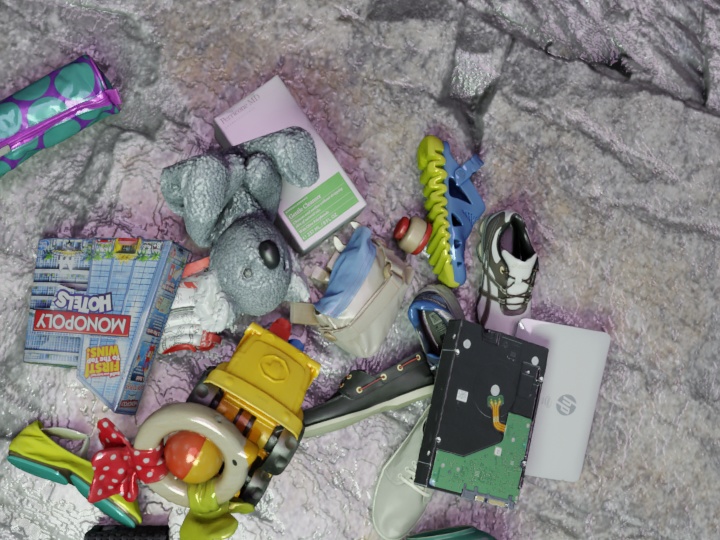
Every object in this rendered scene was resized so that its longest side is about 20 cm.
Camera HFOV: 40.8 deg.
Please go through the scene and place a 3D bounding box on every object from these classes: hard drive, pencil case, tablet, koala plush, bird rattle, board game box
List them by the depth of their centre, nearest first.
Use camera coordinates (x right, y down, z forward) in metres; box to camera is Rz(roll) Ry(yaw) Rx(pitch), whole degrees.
[{"bbox_3d":[-0.196,0.208,1.061,0.199,0.113,0.164,37,115,-1],"label":"bird rattle"},{"bbox_3d":[-0.135,-0.041,1.122,0.175,0.182,0.204,-22,100,-33],"label":"koala plush"},{"bbox_3d":[-0.314,0.065,1.151,0.196,0.062,0.204,2,79,13],"label":"board game box"},{"bbox_3d":[0.148,0.175,1.173,0.137,0.038,0.204,18,78,-24],"label":"hard drive"},{"bbox_3d":[-0.397,-0.185,1.191,0.198,0.092,0.086,-33,129,-14],"label":"pencil case"},{"bbox_3d":[0.246,0.170,1.257,0.127,0.014,0.204,10,98,-8],"label":"tablet"}]

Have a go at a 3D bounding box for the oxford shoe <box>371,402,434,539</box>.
[{"bbox_3d":[0.074,0.248,1.209,0.074,0.058,0.202,29,94,-7],"label":"oxford shoe"}]

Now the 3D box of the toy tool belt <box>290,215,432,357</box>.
[{"bbox_3d":[0.000,0.000,1.217,0.121,0.125,0.203,29,77,-12],"label":"toy tool belt"}]

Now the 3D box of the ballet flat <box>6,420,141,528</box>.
[{"bbox_3d":[-0.325,0.229,1.132,0.197,0.067,0.068,20,57,21],"label":"ballet flat"}]

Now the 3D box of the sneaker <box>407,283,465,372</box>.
[{"bbox_3d":[0.120,0.115,1.227,0.077,0.085,0.201,-39,82,23],"label":"sneaker"}]

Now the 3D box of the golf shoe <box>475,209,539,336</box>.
[{"bbox_3d":[0.193,0.020,1.260,0.076,0.094,0.205,-6,84,-11],"label":"golf shoe"}]

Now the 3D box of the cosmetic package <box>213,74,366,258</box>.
[{"bbox_3d":[-0.092,-0.130,1.240,0.107,0.085,0.201,-36,90,-10],"label":"cosmetic package"}]

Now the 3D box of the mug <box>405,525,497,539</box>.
[{"bbox_3d":[0.110,0.374,1.175,0.149,0.185,0.117,-13,80,13],"label":"mug"}]

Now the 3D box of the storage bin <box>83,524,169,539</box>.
[{"bbox_3d":[-0.269,0.399,1.101,0.092,0.135,0.205,2,81,-9],"label":"storage bin"}]

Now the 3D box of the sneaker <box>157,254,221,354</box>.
[{"bbox_3d":[-0.174,0.036,1.207,0.198,0.067,0.110,-19,81,-7],"label":"sneaker"}]

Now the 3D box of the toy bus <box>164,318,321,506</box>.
[{"bbox_3d":[-0.132,0.158,1.164,0.134,0.201,0.193,30,42,-4],"label":"toy bus"}]

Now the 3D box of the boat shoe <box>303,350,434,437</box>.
[{"bbox_3d":[0.000,0.158,1.219,0.198,0.074,0.064,-19,78,-14],"label":"boat shoe"}]

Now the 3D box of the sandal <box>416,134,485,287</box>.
[{"bbox_3d":[0.127,-0.080,1.275,0.085,0.079,0.205,-1,83,-14],"label":"sandal"}]
